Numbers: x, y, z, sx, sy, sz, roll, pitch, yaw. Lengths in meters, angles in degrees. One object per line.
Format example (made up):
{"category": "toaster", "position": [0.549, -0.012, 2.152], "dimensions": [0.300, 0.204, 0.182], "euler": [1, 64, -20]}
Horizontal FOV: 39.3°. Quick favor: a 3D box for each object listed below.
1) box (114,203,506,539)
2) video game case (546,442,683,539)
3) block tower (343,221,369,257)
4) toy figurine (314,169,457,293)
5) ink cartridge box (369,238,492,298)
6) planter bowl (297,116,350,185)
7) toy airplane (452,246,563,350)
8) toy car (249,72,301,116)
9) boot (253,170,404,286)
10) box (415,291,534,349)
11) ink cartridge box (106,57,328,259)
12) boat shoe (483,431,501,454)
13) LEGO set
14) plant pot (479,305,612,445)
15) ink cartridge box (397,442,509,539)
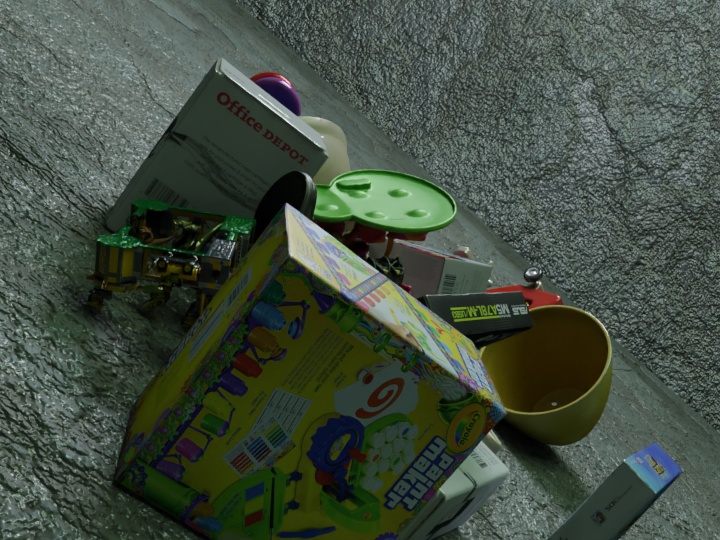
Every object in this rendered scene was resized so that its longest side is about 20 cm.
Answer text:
{"category": "box", "position": [-0.037, 0.099, 0.733], "dimensions": [0.192, 0.201, 0.122], "euler": [36, 12, -16]}
{"category": "video game case", "position": [0.236, 0.260, 1.014], "dimensions": [0.045, 0.182, 0.199], "euler": [44, 14, 21]}
{"category": "block tower", "position": [-0.015, -0.022, 1.329], "dimensions": [0.058, 0.053, 0.202], "euler": [61, 11, -69]}
{"category": "toy figurine", "position": [0.000, 0.000, 1.158], "dimensions": [0.197, 0.186, 0.150], "euler": [-4, 31, -25]}
{"category": "ink cartridge box", "position": [0.073, 0.004, 1.415], "dimensions": [0.198, 0.085, 0.175], "euler": [19, 6, 35]}
{"category": "planter bowl", "position": [-0.097, -0.077, 1.232], "dimensions": [0.199, 0.198, 0.137], "euler": [17, 53, -59]}
{"category": "toy airplane", "position": [0.196, 0.073, 1.589], "dimensions": [0.198, 0.200, 0.142], "euler": [29, 42, -5]}
{"category": "toy car", "position": [-0.147, -0.227, 1.549], "dimensions": [0.173, 0.152, 0.200], "euler": [20, 18, -14]}
{"category": "boot", "position": [-0.029, -0.006, 1.037], "dimensions": [0.172, 0.202, 0.069], "euler": [1, 32, -33]}
{"category": "box", "position": [0.043, 0.074, 0.995], "dimensions": [0.192, 0.198, 0.048], "euler": [-4, 72, -56]}
{"category": "ink cartridge box", "position": [-0.149, -0.096, 1.058], "dimensions": [0.144, 0.201, 0.084], "euler": [35, 14, -18]}
{"category": "boat shoe", "position": [0.132, 0.175, 1.224], "dimensions": [0.071, 0.063, 0.200], "euler": [43, 17, -14]}
{"category": "LEGO set", "position": [-0.168, 0.018, 0.923], "dimensions": [0.151, 0.118, 0.200], "euler": [6, 17, -10]}
{"category": "plant pot", "position": [0.283, 0.173, 1.481], "dimensions": [0.143, 0.198, 0.201], "euler": [62, -4, -39]}
{"category": "ink cartridge box", "position": [0.041, 0.177, 0.956], "dimensions": [0.147, 0.083, 0.199], "euler": [46, 13, 21]}
